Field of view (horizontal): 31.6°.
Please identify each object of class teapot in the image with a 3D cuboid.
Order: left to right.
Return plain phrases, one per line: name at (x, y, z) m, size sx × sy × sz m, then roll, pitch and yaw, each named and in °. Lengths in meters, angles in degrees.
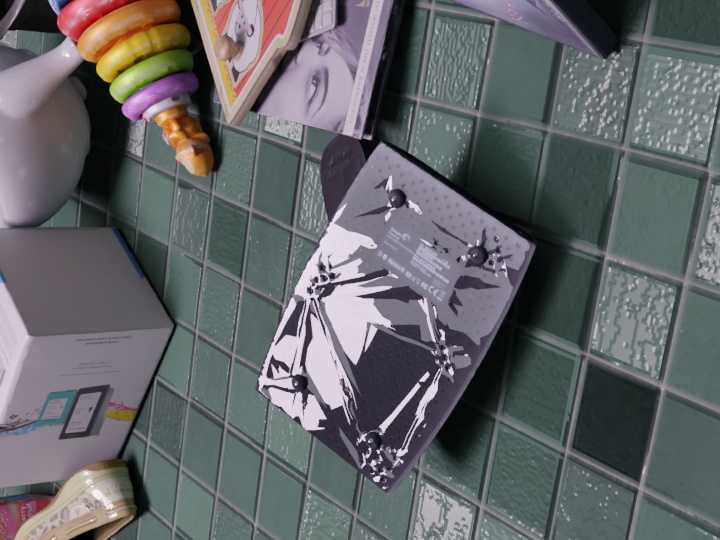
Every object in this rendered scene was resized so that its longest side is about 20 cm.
teapot at (-0.327, -0.138, 1.214) m, size 0.200 × 0.146 × 0.198 m, roll 28°, pitch 145°, yaw 40°

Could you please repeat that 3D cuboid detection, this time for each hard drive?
hard drive at (0.023, 0.031, 0.830) m, size 0.135 × 0.042 × 0.200 m, roll 35°, pitch 113°, yaw 19°

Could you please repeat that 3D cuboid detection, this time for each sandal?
sandal at (0.000, 0.000, 0.901) m, size 0.076 × 0.043 × 0.200 m, roll -35°, pitch 65°, yaw 47°

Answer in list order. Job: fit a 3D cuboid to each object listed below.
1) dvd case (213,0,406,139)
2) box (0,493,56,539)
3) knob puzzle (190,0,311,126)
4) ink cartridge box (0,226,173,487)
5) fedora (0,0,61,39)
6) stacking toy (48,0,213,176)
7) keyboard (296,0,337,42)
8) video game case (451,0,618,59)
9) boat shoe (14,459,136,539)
dvd case at (-0.039, -0.184, 0.948) m, size 0.200 × 0.016 × 0.149 m, roll 21°, pitch 99°, yaw 49°
box at (-0.375, 0.343, 1.351) m, size 0.095 × 0.102 × 0.200 m, roll -10°, pitch 83°, yaw 52°
knob puzzle at (-0.082, -0.241, 0.964) m, size 0.220 × 0.030 × 0.220 m, roll -20°, pitch 66°, yaw 55°
ink cartridge box at (-0.295, 0.081, 1.199) m, size 0.147 × 0.146 × 0.200 m, roll 54°, pitch 130°, yaw 35°
fedora at (-0.321, -0.305, 1.258) m, size 0.177 × 0.090 × 0.200 m, roll -16°, pitch 72°, yaw 49°
stacking toy at (-0.178, -0.169, 1.088) m, size 0.200 × 0.110 × 0.116 m, roll 64°, pitch 171°, yaw 1°
keyboard at (-0.034, -0.266, 0.934) m, size 0.056 × 0.011 × 0.200 m, roll -13°, pitch 73°, yaw 52°
video game case at (0.043, -0.192, 0.749) m, size 0.200 × 0.143 × 0.019 m, roll 34°, pitch 92°, yaw 41°
boat shoe at (-0.283, 0.260, 1.252) m, size 0.200 × 0.073 × 0.063 m, roll -50°, pitch 57°, yaw 38°
